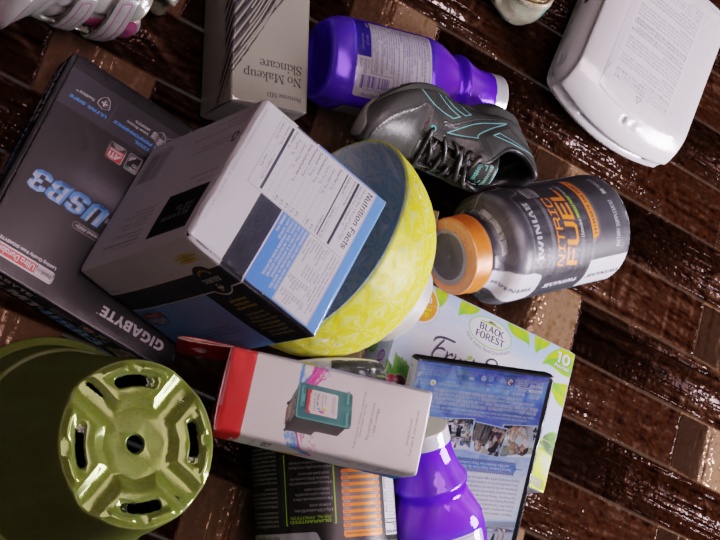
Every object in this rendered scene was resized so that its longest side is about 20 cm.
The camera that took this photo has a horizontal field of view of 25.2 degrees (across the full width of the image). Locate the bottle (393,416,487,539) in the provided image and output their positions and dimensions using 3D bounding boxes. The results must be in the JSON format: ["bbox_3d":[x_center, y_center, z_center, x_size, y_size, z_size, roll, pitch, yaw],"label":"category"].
[{"bbox_3d":[0.068,0.228,1.405,0.083,0.065,0.202,-14,108,-11],"label":"bottle"}]

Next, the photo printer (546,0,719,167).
[{"bbox_3d":[0.284,-0.218,1.665,0.166,0.069,0.201,33,66,-22],"label":"photo printer"}]

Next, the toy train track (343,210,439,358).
[{"bbox_3d":[0.008,-0.007,1.472,0.114,0.033,0.202,9,81,11],"label":"toy train track"}]

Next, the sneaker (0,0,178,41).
[{"bbox_3d":[-0.223,-0.234,1.349,0.199,0.081,0.089,-29,98,-36],"label":"sneaker"}]

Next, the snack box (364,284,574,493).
[{"bbox_3d":[0.096,0.109,1.499,0.199,0.053,0.143,25,68,-26],"label":"snack box"}]

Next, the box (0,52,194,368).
[{"bbox_3d":[-0.207,-0.045,1.349,0.199,0.050,0.200,34,64,-21],"label":"box"}]

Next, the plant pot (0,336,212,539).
[{"bbox_3d":[-0.206,0.138,1.231,0.198,0.190,0.202,7,77,-29],"label":"plant pot"}]

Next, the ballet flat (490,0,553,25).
[{"bbox_3d":[0.124,-0.334,1.594,0.200,0.062,0.068,50,60,-14],"label":"ballet flat"}]

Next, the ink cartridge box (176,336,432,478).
[{"bbox_3d":[-0.053,0.108,1.255,0.198,0.116,0.068,13,80,-5],"label":"ink cartridge box"}]

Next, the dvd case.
[{"bbox_3d":[0.090,0.181,1.450,0.141,0.018,0.202,9,99,-24],"label":"dvd case"}]

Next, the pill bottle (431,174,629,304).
[{"bbox_3d":[0.153,-0.027,1.515,0.199,0.106,0.107,-12,87,-40],"label":"pill bottle"}]

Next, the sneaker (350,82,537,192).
[{"bbox_3d":[0.082,-0.117,1.453,0.199,0.076,0.080,2,43,-37],"label":"sneaker"}]

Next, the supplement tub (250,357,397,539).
[{"bbox_3d":[-0.032,0.179,1.368,0.122,0.122,0.202,2,80,-31],"label":"supplement tub"}]

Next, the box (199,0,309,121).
[{"bbox_3d":[-0.093,-0.233,1.440,0.082,0.068,0.202,6,77,-30],"label":"box"}]

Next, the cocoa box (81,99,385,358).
[{"bbox_3d":[-0.102,-0.026,1.263,0.131,0.199,0.134,39,64,-22],"label":"cocoa box"}]

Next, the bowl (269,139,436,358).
[{"bbox_3d":[0.000,0.000,1.388,0.107,0.199,0.201,38,64,-32],"label":"bowl"}]

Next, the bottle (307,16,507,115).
[{"bbox_3d":[0.045,-0.179,1.506,0.198,0.065,0.084,9,78,-30],"label":"bottle"}]
